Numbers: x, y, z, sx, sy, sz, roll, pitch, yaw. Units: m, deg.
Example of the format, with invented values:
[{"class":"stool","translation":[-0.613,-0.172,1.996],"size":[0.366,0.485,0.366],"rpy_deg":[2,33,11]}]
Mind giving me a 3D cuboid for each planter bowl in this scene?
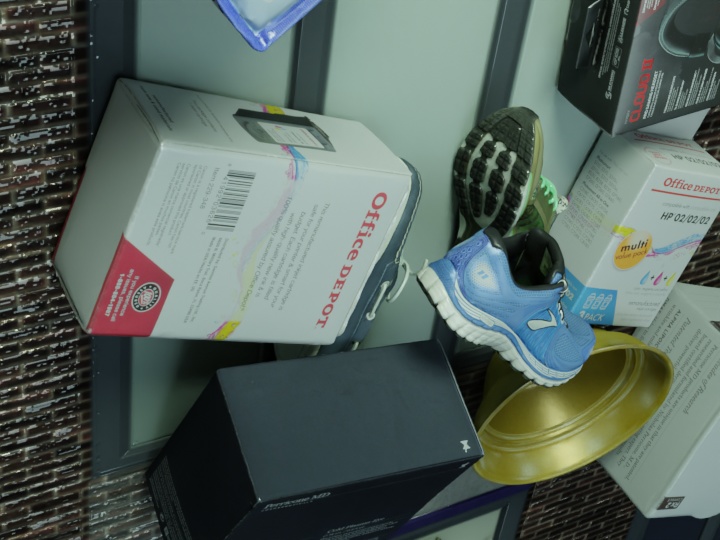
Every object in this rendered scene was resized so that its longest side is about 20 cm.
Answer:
[{"class":"planter bowl","translation":[0.174,0.101,1.147],"size":[0.198,0.084,0.202],"rpy_deg":[-17,143,-13]}]

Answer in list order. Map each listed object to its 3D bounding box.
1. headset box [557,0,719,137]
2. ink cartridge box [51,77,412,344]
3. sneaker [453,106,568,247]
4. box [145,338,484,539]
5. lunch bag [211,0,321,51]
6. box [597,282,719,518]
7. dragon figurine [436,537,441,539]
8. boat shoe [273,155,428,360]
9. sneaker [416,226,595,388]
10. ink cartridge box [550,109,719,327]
[{"class":"headset box","translation":[0.241,-0.197,0.952],"size":[0.198,0.077,0.150],"rpy_deg":[-18,135,-25]},{"class":"ink cartridge box","translation":[-0.086,-0.033,0.851],"size":[0.198,0.086,0.149],"rpy_deg":[4,122,-40]},{"class":"sneaker","translation":[0.125,-0.056,1.006],"size":[0.088,0.077,0.201],"rpy_deg":[-28,145,-26]},{"class":"box","translation":[-0.039,0.150,0.988],"size":[0.198,0.105,0.182],"rpy_deg":[-6,152,-33]},{"class":"lunch bag","translation":[-0.033,-0.239,0.644],"size":[0.200,0.170,0.124],"rpy_deg":[-42,142,3]},{"class":"box","translation":[0.358,0.132,1.285],"size":[0.197,0.131,0.202],"rpy_deg":[5,123,-39]},{"class":"dragon figurine","translation":[0.079,0.325,1.274],"size":[0.198,0.100,0.059],"rpy_deg":[6,123,-39]},{"class":"boat shoe","translation":[0.000,0.000,0.950],"size":[0.061,0.075,0.202],"rpy_deg":[4,125,-36]},{"class":"sneaker","translation":[0.131,0.024,0.960],"size":[0.089,0.079,0.199],"rpy_deg":[-43,142,17]},{"class":"ink cartridge box","translation":[0.239,-0.052,1.083],"size":[0.114,0.068,0.202],"rpy_deg":[3,123,-38]}]
